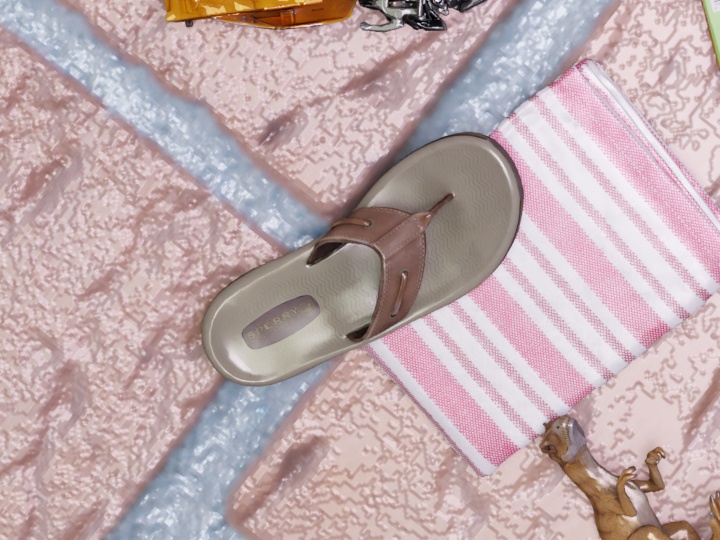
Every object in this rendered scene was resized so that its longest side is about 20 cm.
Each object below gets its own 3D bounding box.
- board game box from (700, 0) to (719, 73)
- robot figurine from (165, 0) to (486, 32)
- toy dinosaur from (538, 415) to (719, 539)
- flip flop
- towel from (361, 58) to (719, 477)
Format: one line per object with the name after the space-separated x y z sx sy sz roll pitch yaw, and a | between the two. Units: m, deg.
0.246 -0.094 1.348 0.095 0.030 0.201 -15 92 7 | board game box
-0.011 -0.195 1.349 0.199 0.058 0.145 -6 95 7 | robot figurine
0.161 0.162 1.379 0.106 0.060 0.200 -18 98 25 | toy dinosaur
0.000 0.000 1.344 0.200 0.058 0.081 -30 93 11 | flip flop
0.094 0.000 1.376 0.200 0.030 0.146 -40 90 11 | towel
